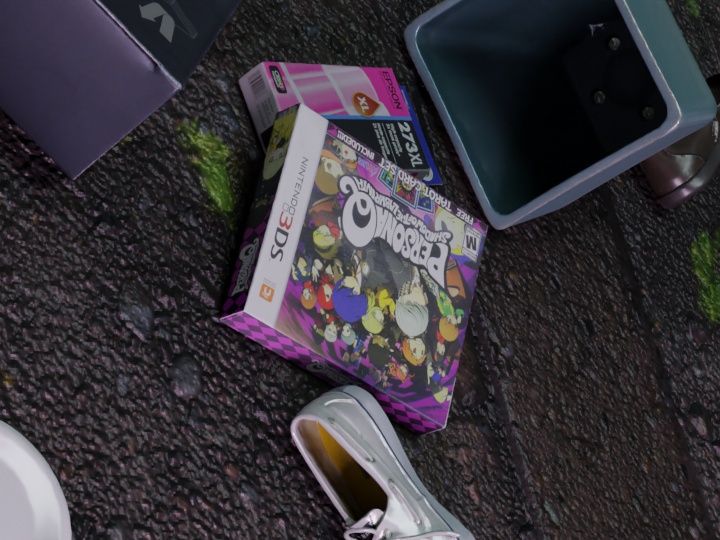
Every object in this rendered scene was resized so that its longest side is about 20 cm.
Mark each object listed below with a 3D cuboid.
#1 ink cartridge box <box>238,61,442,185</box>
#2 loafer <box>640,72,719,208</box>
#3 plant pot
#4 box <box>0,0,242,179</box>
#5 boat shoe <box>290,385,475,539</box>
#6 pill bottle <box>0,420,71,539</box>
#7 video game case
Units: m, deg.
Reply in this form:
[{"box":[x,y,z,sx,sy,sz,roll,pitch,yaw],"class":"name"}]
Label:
[{"box":[-0.005,-0.114,1.645,0.200,0.037,0.095,-2,67,-50],"class":"ink cartridge box"},{"box":[0.319,-0.140,1.978,0.071,0.073,0.200,49,39,-13],"class":"loafer"},{"box":[0.196,-0.168,1.779,0.200,0.196,0.197,-8,71,-58],"class":"plant pot"},{"box":[-0.197,-0.203,1.410,0.197,0.117,0.200,46,30,-13],"class":"box"},{"box":[0.015,0.177,1.431,0.086,0.075,0.202,-23,80,-52],"class":"boat shoe"},{"box":[-0.248,0.158,1.057,0.114,0.200,0.115,27,47,-33],"class":"pill bottle"},{"box":[0.000,0.000,1.541,0.200,0.036,0.182,32,57,-29],"class":"video game case"}]
